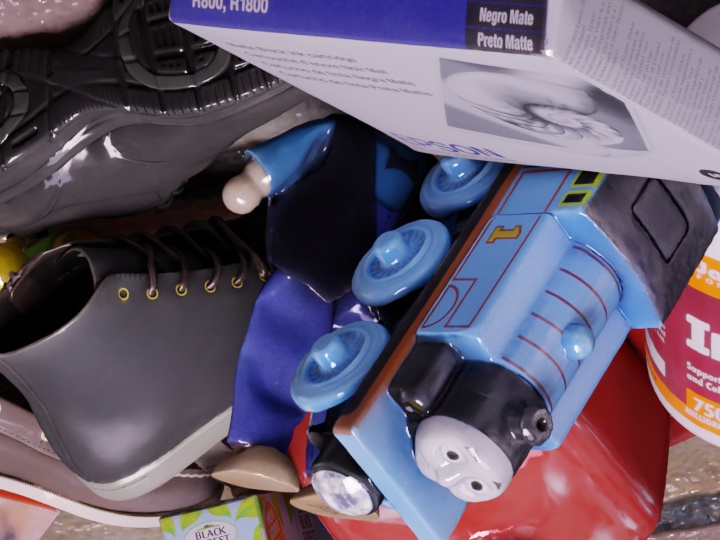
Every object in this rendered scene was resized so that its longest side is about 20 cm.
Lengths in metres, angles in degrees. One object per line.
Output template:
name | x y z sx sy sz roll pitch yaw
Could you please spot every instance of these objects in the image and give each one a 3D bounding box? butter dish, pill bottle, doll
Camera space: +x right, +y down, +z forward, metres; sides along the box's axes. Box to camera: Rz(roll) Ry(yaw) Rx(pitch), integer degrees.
butter dish | 0.056 0.096 1.300 0.200 0.148 0.199 -22 138 19
pill bottle | 0.177 -0.020 1.203 0.113 0.113 0.200 -7 140 2
doll | 0.000 0.000 1.161 0.136 0.201 0.048 21 164 -29

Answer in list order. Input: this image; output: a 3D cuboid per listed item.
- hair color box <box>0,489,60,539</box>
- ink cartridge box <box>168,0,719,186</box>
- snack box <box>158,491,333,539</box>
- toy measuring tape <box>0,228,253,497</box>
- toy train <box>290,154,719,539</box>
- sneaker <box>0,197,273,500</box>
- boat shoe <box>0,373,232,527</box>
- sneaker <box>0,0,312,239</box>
hair color box | -0.256 0.100 1.338 0.199 0.064 0.111 15 135 -24
ink cartridge box | 0.029 -0.084 1.005 0.199 0.041 0.200 9 168 46
snack box | -0.038 0.177 1.323 0.053 0.143 0.200 -15 175 7
toy measuring tape | -0.107 0.034 1.274 0.073 0.074 0.200 -27 138 24
toy train | 0.056 0.016 1.098 0.114 0.200 0.087 -4 132 47
sneaker | -0.062 0.002 1.184 0.200 0.075 0.106 -43 135 -8
boat shoe | -0.141 0.070 1.311 0.200 0.072 0.060 15 121 -31
sneaker | -0.088 -0.068 1.163 0.199 0.076 0.091 -16 149 22
